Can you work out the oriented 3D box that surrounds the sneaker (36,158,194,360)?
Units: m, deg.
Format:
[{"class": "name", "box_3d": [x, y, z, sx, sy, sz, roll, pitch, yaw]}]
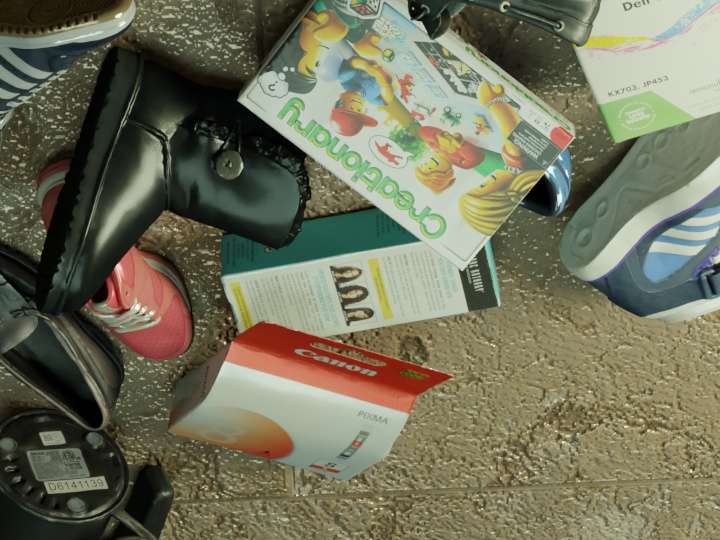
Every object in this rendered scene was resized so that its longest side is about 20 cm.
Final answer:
[{"class": "sneaker", "box_3d": [-0.187, 0.012, 1.756, 0.074, 0.087, 0.200, -18, 131, 15]}]

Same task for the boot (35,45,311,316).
[{"class": "boot", "box_3d": [-0.124, -0.043, 1.661, 0.168, 0.200, 0.076, 19, 173, -17]}]

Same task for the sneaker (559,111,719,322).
[{"class": "sneaker", "box_3d": [0.259, -0.040, 1.745, 0.146, 0.081, 0.200, 25, 124, -34]}]

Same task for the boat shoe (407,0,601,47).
[{"class": "boat shoe", "box_3d": [0.062, -0.182, 1.542, 0.199, 0.075, 0.066, 8, 97, 11]}]

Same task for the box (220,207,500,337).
[{"class": "box", "box_3d": [0.000, 0.000, 1.780, 0.200, 0.049, 0.082, -10, 133, 6]}]

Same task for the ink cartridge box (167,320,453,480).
[{"class": "ink cartridge box", "box_3d": [-0.041, 0.104, 1.820, 0.162, 0.050, 0.200, 17, 160, -18]}]

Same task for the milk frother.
[{"class": "milk frother", "box_3d": [-0.237, 0.250, 1.899, 0.180, 0.200, 0.188, 11, 132, -18]}]

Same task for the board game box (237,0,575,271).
[{"class": "board game box", "box_3d": [0.032, -0.109, 1.631, 0.200, 0.035, 0.126, 37, 108, -8]}]

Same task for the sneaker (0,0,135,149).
[{"class": "sneaker", "box_3d": [-0.234, -0.134, 1.628, 0.200, 0.070, 0.109, -10, 128, 16]}]

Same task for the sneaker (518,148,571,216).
[{"class": "sneaker", "box_3d": [0.068, -0.100, 1.674, 0.200, 0.078, 0.066, 27, 128, -23]}]

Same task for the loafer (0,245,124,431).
[{"class": "loafer", "box_3d": [-0.253, 0.049, 1.803, 0.072, 0.063, 0.200, -31, 127, 23]}]

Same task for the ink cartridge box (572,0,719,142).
[{"class": "ink cartridge box", "box_3d": [0.192, -0.192, 1.601, 0.117, 0.067, 0.200, -17, 131, 14]}]
